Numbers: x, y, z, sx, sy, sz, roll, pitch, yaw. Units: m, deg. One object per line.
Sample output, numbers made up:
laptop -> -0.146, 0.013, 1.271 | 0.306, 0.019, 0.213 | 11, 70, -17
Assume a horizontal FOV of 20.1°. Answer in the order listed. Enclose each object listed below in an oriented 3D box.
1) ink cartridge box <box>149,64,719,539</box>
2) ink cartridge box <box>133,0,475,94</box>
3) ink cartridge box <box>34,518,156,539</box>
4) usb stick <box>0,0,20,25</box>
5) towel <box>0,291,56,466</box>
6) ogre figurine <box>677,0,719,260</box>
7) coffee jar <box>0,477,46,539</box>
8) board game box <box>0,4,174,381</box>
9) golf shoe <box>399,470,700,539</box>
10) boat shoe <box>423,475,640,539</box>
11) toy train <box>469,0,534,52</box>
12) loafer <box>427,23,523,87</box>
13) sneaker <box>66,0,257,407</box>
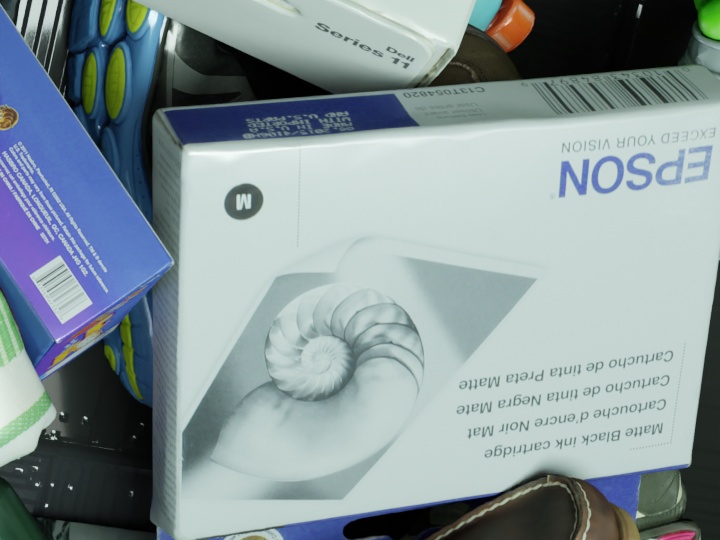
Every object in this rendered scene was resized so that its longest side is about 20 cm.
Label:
ink cartridge box -> 0.026, 0.034, 0.700 | 0.198, 0.041, 0.202 | -7, 119, -17
ink cartridge box -> -0.009, -0.176, 0.707 | 0.146, 0.083, 0.201 | 24, 72, -8
ink cartridge box -> -0.141, 0.172, 0.773 | 0.198, 0.083, 0.148 | 9, 99, -19
usb stick -> -0.169, -0.021, 0.753 | 0.055, 0.033, 0.202 | 11, 93, -13
towel -> -0.194, 0.000, 0.579 | 0.152, 0.023, 0.201 | -32, 108, -10
ogre figurine -> 0.157, -0.071, 0.786 | 0.097, 0.200, 0.121 | 10, 105, 1
coffee jar -> -0.105, 0.171, 0.658 | 0.201, 0.104, 0.085 | 56, 46, -8
board game box -> -0.145, -0.061, 0.661 | 0.045, 0.134, 0.201 | -34, 90, -18
golf shoe -> 0.051, 0.103, 0.823 | 0.199, 0.077, 0.089 | -15, 98, -39
boat shoe -> 0.006, 0.139, 0.705 | 0.200, 0.071, 0.070 | -44, 117, 10
toy train -> 0.045, -0.050, 0.815 | 0.149, 0.056, 0.202 | -4, 103, -22
loafer -> 0.000, 0.000, 0.737 | 0.073, 0.071, 0.201 | 27, 91, -25
sneaker -> -0.063, -0.049, 0.777 | 0.082, 0.071, 0.202 | -10, 105, -29
